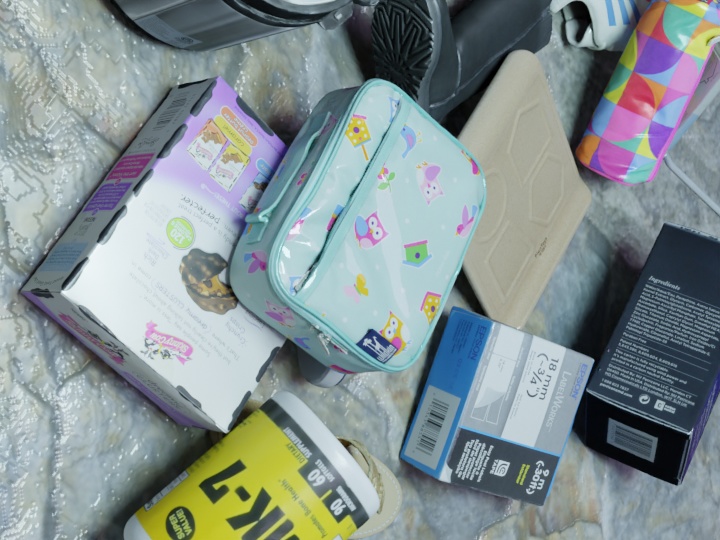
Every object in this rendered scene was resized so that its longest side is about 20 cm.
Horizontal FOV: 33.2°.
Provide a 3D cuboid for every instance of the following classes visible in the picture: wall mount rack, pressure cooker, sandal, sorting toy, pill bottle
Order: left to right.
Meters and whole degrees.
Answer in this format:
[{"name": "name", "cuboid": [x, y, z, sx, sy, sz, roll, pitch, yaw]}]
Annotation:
[{"name": "pill bottle", "cuboid": [-0.094, 0.190, 0.858, 0.200, 0.114, 0.114, -41, 115, -12]}, {"name": "pressure cooker", "cuboid": [-0.075, -0.247, 0.837, 0.176, 0.200, 0.179, -23, 104, -35]}, {"name": "sandal", "cuboid": [-0.023, 0.166, 0.964, 0.211, 0.070, 0.078, 35, 69, -34]}, {"name": "sorting toy", "cuboid": [0.134, -0.068, 1.091, 0.185, 0.036, 0.200, -58, 138, -23]}, {"name": "wall mount rack", "cuboid": [0.349, -0.146, 1.171, 0.074, 0.200, 0.174, 16, 40, -23]}]

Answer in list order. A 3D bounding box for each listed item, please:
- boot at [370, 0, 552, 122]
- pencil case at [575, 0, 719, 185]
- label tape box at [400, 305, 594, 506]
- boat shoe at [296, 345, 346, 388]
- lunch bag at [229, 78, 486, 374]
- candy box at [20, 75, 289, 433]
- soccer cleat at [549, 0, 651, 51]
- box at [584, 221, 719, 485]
[{"name": "boot", "cuboid": [0.098, -0.216, 1.027, 0.200, 0.066, 0.165, -37, 154, -29]}, {"name": "pencil case", "cuboid": [0.281, -0.177, 1.148, 0.088, 0.088, 0.201, 8, 116, -38]}, {"name": "label tape box", "cuboid": [0.147, 0.131, 1.092, 0.200, 0.063, 0.145, 20, 88, -36]}, {"name": "boat shoe", "cuboid": [0.000, 0.000, 0.986, 0.070, 0.071, 0.201, 18, 73, -35]}, {"name": "lunch bag", "cuboid": [0.000, -0.030, 0.888, 0.160, 0.077, 0.200, 40, 64, -33]}, {"name": "candy box", "cuboid": [-0.119, -0.011, 0.886, 0.168, 0.071, 0.200, 46, 63, -30]}, {"name": "soccer cleat", "cuboid": [0.248, -0.245, 1.191, 0.200, 0.070, 0.087, 27, 91, -34]}, {"name": "box", "cuboid": [0.301, 0.081, 1.165, 0.200, 0.104, 0.148, -60, 158, -20]}]
